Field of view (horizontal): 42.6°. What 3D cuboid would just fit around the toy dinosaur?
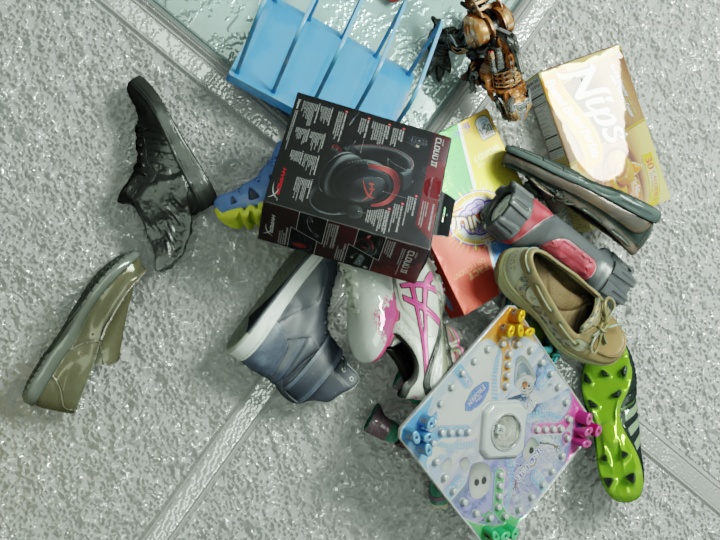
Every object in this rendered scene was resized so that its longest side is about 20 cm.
[{"bbox_3d":[0.146,-0.274,1.071,0.100,0.135,0.205,-5,98,-19],"label":"toy dinosaur"}]

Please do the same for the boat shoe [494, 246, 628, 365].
[{"bbox_3d":[0.238,0.044,1.047,0.198,0.062,0.074,34,67,-21],"label":"boat shoe"}]

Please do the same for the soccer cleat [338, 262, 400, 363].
[{"bbox_3d":[0.000,0.000,1.023,0.086,0.069,0.204,28,56,-35],"label":"soccer cleat"}]

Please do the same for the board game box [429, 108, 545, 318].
[{"bbox_3d":[0.129,-0.069,1.103,0.151,0.040,0.203,-28,93,-21],"label":"board game box"}]

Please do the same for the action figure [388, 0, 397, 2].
[{"bbox_3d":[0.088,-0.379,1.096,0.197,0.099,0.066,-26,91,-8],"label":"action figure"}]

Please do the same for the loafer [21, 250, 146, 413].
[{"bbox_3d":[-0.293,0.070,1.022,0.069,0.075,0.202,35,86,-19],"label":"loafer"}]

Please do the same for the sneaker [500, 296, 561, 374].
[{"bbox_3d":[0.203,0.112,1.102,0.076,0.080,0.205,-4,89,-11],"label":"sneaker"}]

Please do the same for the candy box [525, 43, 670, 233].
[{"bbox_3d":[0.293,-0.162,1.142,0.113,0.055,0.204,-20,91,-9],"label":"candy box"}]

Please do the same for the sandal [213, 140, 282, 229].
[{"bbox_3d":[-0.080,-0.109,1.066,0.197,0.079,0.089,-22,86,-18],"label":"sandal"}]

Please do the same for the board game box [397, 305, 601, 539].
[{"bbox_3d":[0.163,0.179,1.026,0.200,0.026,0.201,-45,111,-19],"label":"board game box"}]

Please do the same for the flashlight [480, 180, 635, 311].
[{"bbox_3d":[0.232,-0.022,1.081,0.199,0.069,0.068,36,124,-17],"label":"flashlight"}]

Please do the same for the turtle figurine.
[{"bbox_3d":[0.109,0.202,1.076,0.198,0.101,0.151,35,82,-1],"label":"turtle figurine"}]

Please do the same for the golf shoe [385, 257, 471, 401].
[{"bbox_3d":[0.054,0.050,1.049,0.090,0.073,0.203,-7,61,-24],"label":"golf shoe"}]

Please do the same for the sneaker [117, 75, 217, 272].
[{"bbox_3d":[-0.236,-0.109,1.039,0.103,0.060,0.202,-32,94,-10],"label":"sneaker"}]

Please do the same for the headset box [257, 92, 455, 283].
[{"bbox_3d":[0.005,-0.085,0.980,0.196,0.075,0.151,15,59,-3],"label":"headset box"}]

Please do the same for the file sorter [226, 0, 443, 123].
[{"bbox_3d":[-0.024,-0.249,1.031,0.197,0.123,0.141,26,56,-8],"label":"file sorter"}]

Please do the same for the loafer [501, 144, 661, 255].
[{"bbox_3d":[0.250,-0.082,1.080,0.197,0.072,0.064,24,104,3],"label":"loafer"}]

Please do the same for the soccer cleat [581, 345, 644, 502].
[{"bbox_3d":[0.311,0.181,1.130,0.066,0.081,0.204,-9,68,22],"label":"soccer cleat"}]

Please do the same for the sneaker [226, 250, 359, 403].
[{"bbox_3d":[-0.042,0.056,1.065,0.146,0.077,0.204,41,73,-15],"label":"sneaker"}]
